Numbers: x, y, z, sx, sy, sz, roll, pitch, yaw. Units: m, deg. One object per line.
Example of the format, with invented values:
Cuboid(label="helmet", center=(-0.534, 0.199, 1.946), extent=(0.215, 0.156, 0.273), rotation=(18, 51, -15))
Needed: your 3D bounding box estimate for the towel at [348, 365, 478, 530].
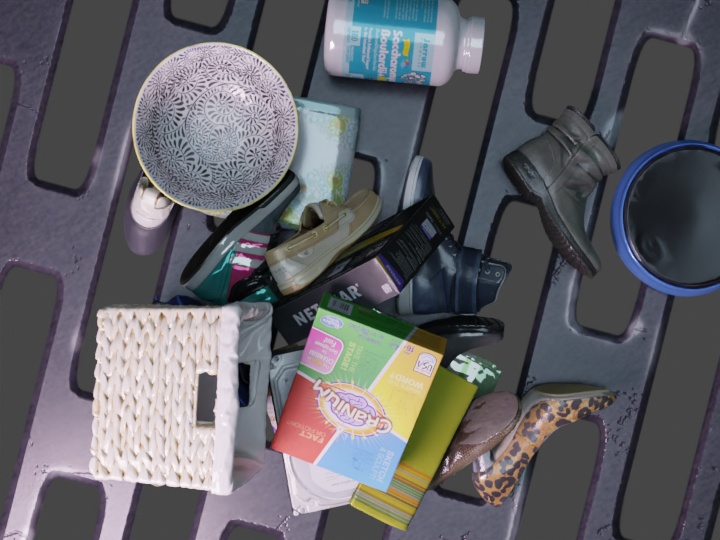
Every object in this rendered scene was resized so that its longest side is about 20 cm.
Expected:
Cuboid(label="towel", center=(0.065, 0.213, 1.388), extent=(0.085, 0.018, 0.202), rotation=(29, 86, -18))

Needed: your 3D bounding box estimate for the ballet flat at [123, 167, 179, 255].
Cuboid(label="ballet flat", center=(-0.259, -0.117, 1.457), extent=(0.072, 0.073, 0.202), rotation=(22, 90, 1))

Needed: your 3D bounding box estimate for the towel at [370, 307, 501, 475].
Cuboid(label="towel", center=(0.067, 0.152, 1.474), extent=(0.198, 0.023, 0.154), rotation=(26, 91, -1))

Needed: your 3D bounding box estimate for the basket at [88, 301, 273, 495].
Cuboid(label="basket", center=(-0.191, 0.132, 1.258), extent=(0.158, 0.200, 0.201), rotation=(3, 89, 7))

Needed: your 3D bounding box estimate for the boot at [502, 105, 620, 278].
Cuboid(label="boot", center=(0.285, -0.103, 1.452), extent=(0.130, 0.068, 0.201), rotation=(-33, 91, -5))

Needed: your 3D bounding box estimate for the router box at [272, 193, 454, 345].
Cuboid(label="router box", center=(0.000, 0.000, 1.361), extent=(0.199, 0.157, 0.052), rotation=(-27, 104, 42))

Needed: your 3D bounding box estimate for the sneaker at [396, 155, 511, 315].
Cuboid(label="sneaker", center=(0.122, -0.042, 1.438), extent=(0.144, 0.077, 0.206), rotation=(3, 99, 12))

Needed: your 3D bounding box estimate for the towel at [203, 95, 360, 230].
Cuboid(label="towel", center=(-0.108, -0.143, 1.467), extent=(0.197, 0.048, 0.174), rotation=(10, 93, 1))

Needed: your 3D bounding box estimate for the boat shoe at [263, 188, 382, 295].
Cuboid(label="boat shoe", center=(-0.045, -0.053, 1.388), extent=(0.070, 0.073, 0.200), rotation=(55, 48, -13))

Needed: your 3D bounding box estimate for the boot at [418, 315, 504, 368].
Cuboid(label="boot", center=(0.094, 0.133, 1.434), extent=(0.197, 0.070, 0.134), rotation=(-9, 95, 13))

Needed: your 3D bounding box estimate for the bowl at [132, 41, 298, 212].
Cuboid(label="bowl", center=(-0.177, -0.172, 1.391), extent=(0.198, 0.094, 0.204), rotation=(0, 91, -7))

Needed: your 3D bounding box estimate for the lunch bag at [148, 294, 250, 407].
Cuboid(label="lunch bag", center=(-0.214, 0.122, 1.421), extent=(0.131, 0.136, 0.201), rotation=(-33, 88, 0))

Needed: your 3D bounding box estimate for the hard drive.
Cuboid(label="hard drive", center=(-0.035, 0.188, 1.392), extent=(0.138, 0.038, 0.203), rotation=(-10, 95, -8))

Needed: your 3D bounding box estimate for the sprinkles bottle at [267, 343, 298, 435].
Cuboid(label="sprinkles bottle", center=(-0.080, 0.198, 1.452), extent=(0.067, 0.068, 0.203), rotation=(-19, 89, 1))

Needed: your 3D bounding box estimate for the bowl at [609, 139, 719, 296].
Cuboid(label="bowl", center=(0.423, -0.069, 1.459), extent=(0.197, 0.039, 0.204), rotation=(0, 89, 1))

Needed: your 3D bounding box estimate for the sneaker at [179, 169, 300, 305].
Cuboid(label="sneaker", center=(-0.119, -0.021, 1.422), extent=(0.121, 0.084, 0.200), rotation=(40, 102, -23))

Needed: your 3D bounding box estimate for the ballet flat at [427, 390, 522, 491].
Cuboid(label="ballet flat", center=(0.132, 0.219, 1.417), extent=(0.046, 0.068, 0.200), rotation=(30, 121, -31))

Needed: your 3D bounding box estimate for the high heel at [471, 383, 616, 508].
Cuboid(label="high heel", center=(0.236, 0.224, 1.454), extent=(0.197, 0.071, 0.145), rotation=(-8, 99, 1))

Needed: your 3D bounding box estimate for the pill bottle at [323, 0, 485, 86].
Cuboid(label="pill bottle", center=(0.055, -0.294, 1.431), extent=(0.197, 0.111, 0.113), rotation=(5, 90, 1))

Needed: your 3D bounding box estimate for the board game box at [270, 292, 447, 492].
Cuboid(label="board game box", center=(-0.004, 0.143, 1.303), extent=(0.151, 0.040, 0.202), rotation=(20, 116, 1))
